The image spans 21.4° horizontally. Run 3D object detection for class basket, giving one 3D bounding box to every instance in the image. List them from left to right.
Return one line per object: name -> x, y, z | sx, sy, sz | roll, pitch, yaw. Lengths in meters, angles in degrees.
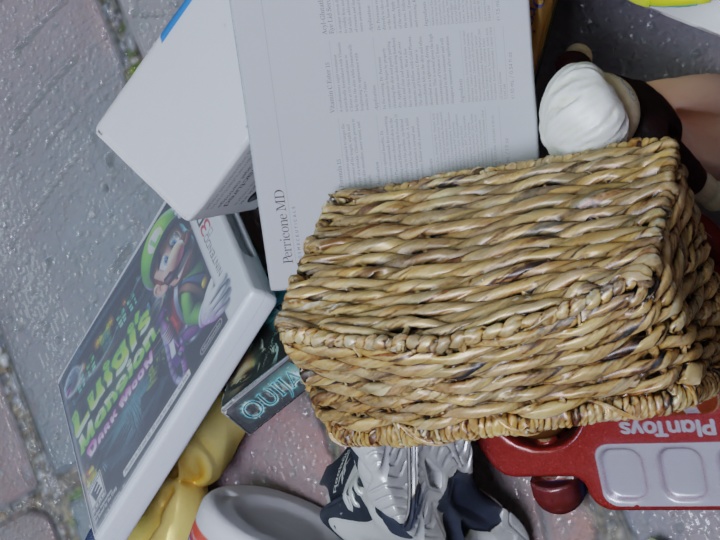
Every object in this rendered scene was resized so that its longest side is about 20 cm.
basket -> 0.076, 0.043, 0.930 | 0.199, 0.143, 0.150 | -8, 125, 21

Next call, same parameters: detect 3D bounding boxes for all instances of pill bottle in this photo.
pill bottle -> -0.077, 0.248, 1.206 | 0.111, 0.111, 0.201 | 26, 104, 27

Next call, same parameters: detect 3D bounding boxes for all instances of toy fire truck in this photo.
toy fire truck -> 0.135, 0.064, 1.084 | 0.199, 0.112, 0.169 | -5, 109, 26

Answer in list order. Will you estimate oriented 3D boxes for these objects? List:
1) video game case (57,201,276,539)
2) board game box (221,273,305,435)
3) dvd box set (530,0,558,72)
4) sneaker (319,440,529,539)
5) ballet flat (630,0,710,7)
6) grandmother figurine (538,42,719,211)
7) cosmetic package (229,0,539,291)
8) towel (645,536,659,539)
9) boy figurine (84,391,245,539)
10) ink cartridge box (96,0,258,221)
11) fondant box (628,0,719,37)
video game case -> -0.131, 0.048, 1.225 | 0.201, 0.023, 0.182 | -57, 29, 19
board game box -> 0.000, 0.000, 1.148 | 0.200, 0.136, 0.028 | -39, 111, 25
dvd box set -> 0.108, -0.191, 1.068 | 0.029, 0.146, 0.201 | 16, 99, 4
sneaker -> 0.010, 0.119, 1.131 | 0.129, 0.199, 0.080 | 10, 60, 42
ballet flat -> 0.188, -0.235, 1.006 | 0.067, 0.067, 0.201 | 17, 103, 8
grandmother figurine -> 0.150, -0.082, 1.011 | 0.121, 0.200, 0.061 | 37, 109, 24
cosmetic package -> 0.015, -0.092, 0.985 | 0.150, 0.052, 0.201 | -5, 118, 3
towel -> 0.192, 0.269, 1.091 | 0.200, 0.036, 0.149 | 43, 112, 22
boy figurine -> -0.140, 0.161, 1.252 | 0.200, 0.064, 0.125 | -54, 33, 26
ink cartridge box -> -0.042, -0.115, 1.122 | 0.084, 0.200, 0.146 | 43, 112, 14
fondant box -> 0.220, -0.230, 1.049 | 0.144, 0.058, 0.201 | 26, 103, 27
